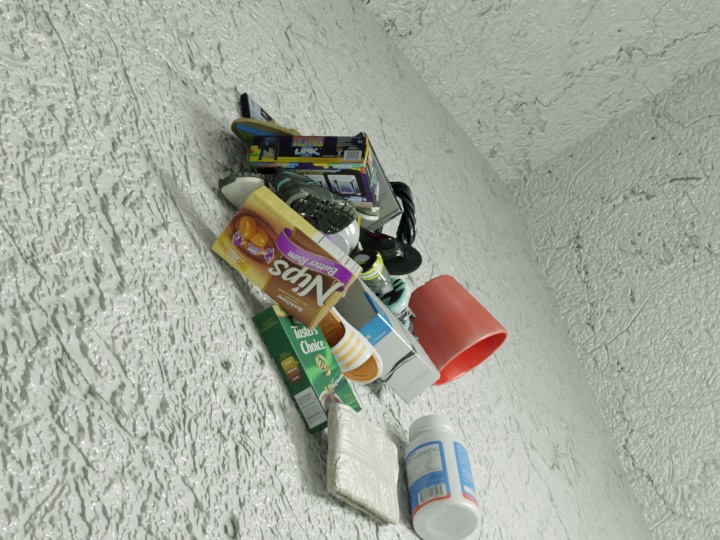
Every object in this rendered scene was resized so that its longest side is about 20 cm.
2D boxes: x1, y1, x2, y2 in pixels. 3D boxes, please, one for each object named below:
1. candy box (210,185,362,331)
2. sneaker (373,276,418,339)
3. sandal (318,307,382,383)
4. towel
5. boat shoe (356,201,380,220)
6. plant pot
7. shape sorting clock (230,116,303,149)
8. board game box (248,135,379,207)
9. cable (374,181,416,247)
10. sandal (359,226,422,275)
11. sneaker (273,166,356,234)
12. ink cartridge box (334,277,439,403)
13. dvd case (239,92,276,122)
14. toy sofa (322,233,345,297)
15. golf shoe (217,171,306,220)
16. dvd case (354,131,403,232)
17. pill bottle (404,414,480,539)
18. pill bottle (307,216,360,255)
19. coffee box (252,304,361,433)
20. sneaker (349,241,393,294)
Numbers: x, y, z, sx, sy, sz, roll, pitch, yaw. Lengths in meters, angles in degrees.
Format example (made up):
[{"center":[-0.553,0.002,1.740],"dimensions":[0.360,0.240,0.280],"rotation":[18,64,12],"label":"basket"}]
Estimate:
[{"center":[-0.110,-0.018,1.304],"dimensions":[0.200,0.117,0.056],"rotation":[41,18,-1],"label":"candy box"},{"center":[0.079,0.086,1.718],"dimensions":[0.140,0.078,0.200],"rotation":[60,-2,-15],"label":"sneaker"},{"center":[-0.052,0.113,1.415],"dimensions":[0.207,0.079,0.059],"rotation":[48,21,-5],"label":"sandal"},{"center":[0.008,0.291,1.280],"dimensions":[0.200,0.034,0.133],"rotation":[45,37,-49],"label":"towel"},{"center":[-0.022,-0.172,1.622],"dimensions":[0.072,0.060,0.202],"rotation":[2,39,-43],"label":"boat shoe"},{"center":[0.186,0.120,1.850],"dimensions":[0.178,0.200,0.200],"rotation":[55,16,22],"label":"plant pot"},{"center":[-0.139,-0.228,1.569],"dimensions":[0.200,0.199,0.039],"rotation":[37,69,-48],"label":"shape sorting clock"},{"center":[-0.075,-0.171,1.507],"dimensions":[0.165,0.199,0.057],"rotation":[69,25,-67],"label":"board game box"},{"center":[0.060,-0.091,1.814],"dimensions":[0.051,0.201,0.163],"rotation":[1,33,-31],"label":"cable"},{"center":[0.028,-0.048,1.729],"dimensions":[0.200,0.076,0.048],"rotation":[22,-22,8],"label":"sandal"},{"center":[-0.075,-0.122,1.466],"dimensions":[0.200,0.075,0.079],"rotation":[25,27,-57],"label":"sneaker"},{"center":[0.038,0.124,1.550],"dimensions":[0.200,0.084,0.145],"rotation":[47,6,-32],"label":"ink cartridge box"},{"center":[-0.169,-0.254,1.748],"dimensions":[0.200,0.018,0.143],"rotation":[41,26,-44],"label":"dvd case"},{"center":[-0.090,-0.031,1.441],"dimensions":[0.083,0.098,0.200],"rotation":[17,-7,35],"label":"toy sofa"},{"center":[-0.158,-0.096,1.456],"dimensions":[0.200,0.077,0.088],"rotation":[33,43,-45],"label":"golf shoe"},{"center":[-0.013,-0.168,1.807],"dimensions":[0.025,0.150,0.201],"rotation":[17,46,-62],"label":"dvd case"},{"center":[0.133,0.345,1.462],"dimensions":[0.112,0.112,0.200],"rotation":[47,23,-32],"label":"pill bottle"},{"center":[-0.056,-0.089,1.638],"dimensions":[0.112,0.112,0.200],"rotation":[51,20,-23],"label":"pill bottle"},{"center":[-0.081,0.143,1.329],"dimensions":[0.200,0.044,0.123],"rotation":[62,20,10],"label":"coffee box"},{"center":[0.000,0.000,1.642],"dimensions":[0.081,0.074,0.200],"rotation":[56,-8,-22],"label":"sneaker"}]
